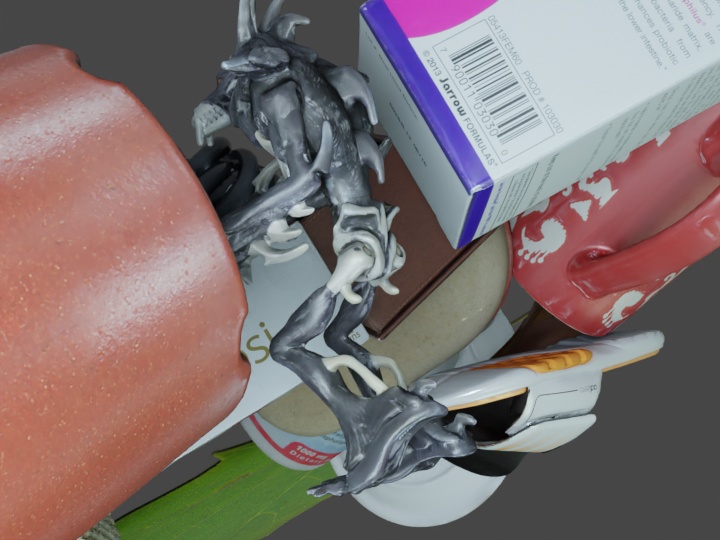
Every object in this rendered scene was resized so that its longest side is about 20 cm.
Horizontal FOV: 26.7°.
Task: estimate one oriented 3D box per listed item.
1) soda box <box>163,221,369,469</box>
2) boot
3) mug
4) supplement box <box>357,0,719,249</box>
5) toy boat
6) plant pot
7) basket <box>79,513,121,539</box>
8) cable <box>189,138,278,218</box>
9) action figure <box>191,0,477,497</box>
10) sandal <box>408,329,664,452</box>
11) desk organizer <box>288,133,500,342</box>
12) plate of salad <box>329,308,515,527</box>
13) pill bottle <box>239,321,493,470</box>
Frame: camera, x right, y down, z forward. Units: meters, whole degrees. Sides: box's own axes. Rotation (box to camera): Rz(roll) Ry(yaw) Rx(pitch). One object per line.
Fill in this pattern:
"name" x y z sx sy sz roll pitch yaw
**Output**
"soda box" -0.099 0.058 0.711 0.199 0.068 0.064 -31 178 -17
"boot" 0.120 0.039 1.084 0.201 0.068 0.188 -65 -170 -27
"mug" 0.170 -0.062 0.895 0.200 0.134 0.177 -46 169 25
"supplement box" 0.108 -0.110 0.710 0.199 0.102 0.103 -28 168 -8
"toy boat" 0.000 0.000 0.927 0.200 0.131 0.131 -34 -162 21
"plant pot" -0.152 0.032 0.483 0.195 0.201 0.201 -32 171 -32
"basket" -0.252 0.199 0.977 0.197 0.161 0.200 -28 166 -7
"cable" -0.125 0.001 0.692 0.199 0.051 0.163 -26 168 -25
"action figure" -0.029 -0.013 0.576 0.102 0.201 0.119 -21 172 17
"sandal" 0.117 0.077 0.913 0.206 0.060 0.079 -10 -179 -40
"desk organizer" 0.045 -0.064 0.799 0.200 0.077 0.072 -44 -155 -12
"plate of salad" 0.050 0.099 1.192 0.200 0.201 0.048 -37 154 28
"pill bottle" 0.002 0.058 1.130 0.200 0.109 0.109 -38 166 31
